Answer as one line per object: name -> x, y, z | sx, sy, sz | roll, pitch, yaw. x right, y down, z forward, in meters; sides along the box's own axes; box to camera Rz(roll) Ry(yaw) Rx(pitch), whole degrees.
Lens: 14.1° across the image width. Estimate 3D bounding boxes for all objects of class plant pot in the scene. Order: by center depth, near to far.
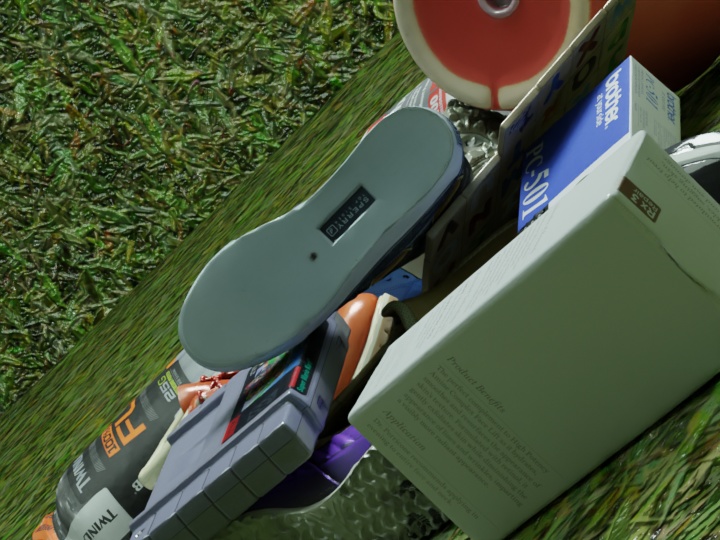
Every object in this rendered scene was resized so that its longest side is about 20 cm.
plant pot -> 0.123, -0.188, 1.866 | 0.200, 0.201, 0.177 | -42, -10, 32

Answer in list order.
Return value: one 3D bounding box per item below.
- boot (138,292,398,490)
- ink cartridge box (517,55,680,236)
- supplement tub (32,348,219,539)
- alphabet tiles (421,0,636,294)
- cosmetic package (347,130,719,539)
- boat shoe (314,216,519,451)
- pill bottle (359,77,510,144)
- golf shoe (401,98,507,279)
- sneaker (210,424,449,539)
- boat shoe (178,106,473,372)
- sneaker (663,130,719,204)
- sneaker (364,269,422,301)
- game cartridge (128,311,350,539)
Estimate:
boot -> -0.057, 0.083, 1.849 | 0.201, 0.107, 0.075 | -55, 2, 8
ink cartridge box -> 0.132, -0.031, 1.618 | 0.094, 0.044, 0.200 | -42, 20, 27
supplement tub -> -0.118, 0.139, 1.955 | 0.200, 0.122, 0.123 | -46, 7, 6
alphabet tiles -> 0.100, -0.068, 1.745 | 0.200, 0.008, 0.167 | -49, -15, -20
cosmetic package -> 0.096, 0.036, 1.389 | 0.200, 0.102, 0.074 | -40, 11, 34
boat shoe -> 0.045, 0.040, 1.679 | 0.072, 0.076, 0.200 | 17, 66, 53
pill bottle -> 0.065, -0.078, 2.101 | 0.200, 0.116, 0.116 | -37, 12, 51
golf shoe -> 0.066, -0.050, 1.834 | 0.200, 0.078, 0.098 | -23, -43, -65
sneaker -> 0.000, 0.120, 1.610 | 0.200, 0.070, 0.100 | -30, 16, 34
boat shoe -> -0.013, -0.007, 1.687 | 0.200, 0.071, 0.091 | -41, -19, 1
sneaker -> 0.143, 0.013, 1.465 | 0.200, 0.071, 0.083 | -42, 34, 34
sneaker -> 0.000, 0.000, 1.912 | 0.199, 0.066, 0.079 | -12, -21, -20
game cartridge -> -0.067, 0.092, 1.668 | 0.130, 0.038, 0.200 | -44, 9, 17
